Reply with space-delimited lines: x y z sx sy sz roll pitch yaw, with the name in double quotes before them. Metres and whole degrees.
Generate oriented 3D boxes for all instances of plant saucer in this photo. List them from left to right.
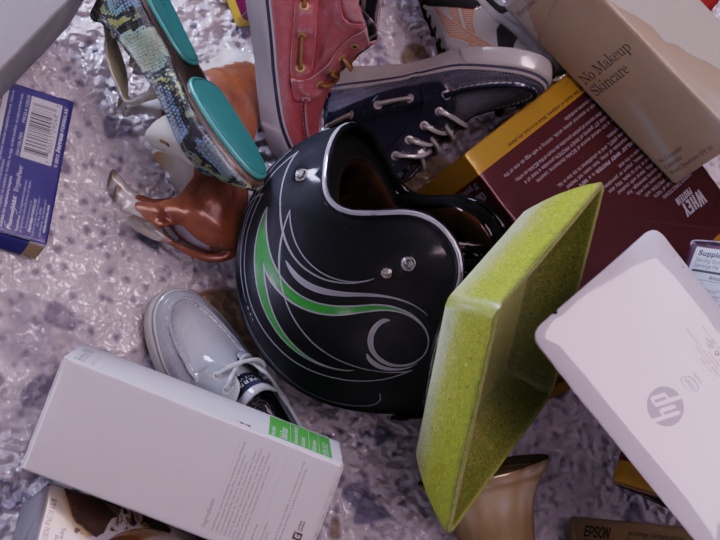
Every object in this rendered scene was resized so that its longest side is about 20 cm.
"plant saucer" 0.099 0.052 1.230 0.048 0.201 0.200 22 36 18

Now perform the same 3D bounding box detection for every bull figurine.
"bull figurine" -0.126 -0.104 1.322 0.120 0.065 0.202 11 61 -17

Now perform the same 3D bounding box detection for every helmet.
"helmet" 0.000 0.000 1.274 0.189 0.201 0.201 21 57 17

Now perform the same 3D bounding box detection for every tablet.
"tablet" 0.226 0.084 1.216 0.130 0.014 0.200 -38 87 -20

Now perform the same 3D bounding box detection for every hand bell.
"hand bell" 0.114 0.250 1.319 0.103 0.104 0.202 -12 90 -31

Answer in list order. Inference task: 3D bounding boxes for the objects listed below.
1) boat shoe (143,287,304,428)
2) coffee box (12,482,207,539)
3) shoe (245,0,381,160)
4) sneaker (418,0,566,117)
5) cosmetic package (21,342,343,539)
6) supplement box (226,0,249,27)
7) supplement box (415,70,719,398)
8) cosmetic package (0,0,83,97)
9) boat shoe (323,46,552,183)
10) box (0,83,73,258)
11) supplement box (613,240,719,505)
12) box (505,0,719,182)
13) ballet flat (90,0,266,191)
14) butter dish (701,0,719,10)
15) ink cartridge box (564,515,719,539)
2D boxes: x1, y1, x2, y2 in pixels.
"boat shoe" -0.084 0.094 1.265 0.070 0.071 0.202 -32 88 -33
"coffee box" -0.142 0.233 1.177 0.199 0.080 0.114 20 63 -20
"shoe" -0.030 -0.162 1.314 0.090 0.201 0.072 3 40 13
"sneaker" 0.081 -0.208 1.442 0.080 0.074 0.200 -46 61 1
"cosmetic package" -0.118 0.126 1.176 0.199 0.108 0.085 22 92 -5
"supplement box" -0.026 -0.288 1.363 0.130 0.200 0.104 -16 79 -32
"supplement box" 0.172 -0.037 1.413 0.197 0.133 0.201 -38 91 -33
"cosmetic package" -0.277 -0.182 1.228 0.106 0.090 0.201 36 40 -8
"boat shoe" 0.057 -0.115 1.363 0.075 0.199 0.094 30 61 -52
"box" -0.313 -0.094 1.237 0.199 0.032 0.122 18 64 -23
"supplement box" 0.295 0.096 1.325 0.130 0.103 0.202 28 79 -41
"box" 0.221 -0.177 1.359 0.200 0.095 0.078 44 58 -4
"ballet flat" -0.138 -0.128 1.261 0.074 0.074 0.201 -17 69 -31
"butter dish" 0.247 -0.274 1.488 0.147 0.199 0.201 -38 91 -5
"ink cartridge box" 0.266 0.244 1.313 0.164 0.200 0.076 17 79 -22
